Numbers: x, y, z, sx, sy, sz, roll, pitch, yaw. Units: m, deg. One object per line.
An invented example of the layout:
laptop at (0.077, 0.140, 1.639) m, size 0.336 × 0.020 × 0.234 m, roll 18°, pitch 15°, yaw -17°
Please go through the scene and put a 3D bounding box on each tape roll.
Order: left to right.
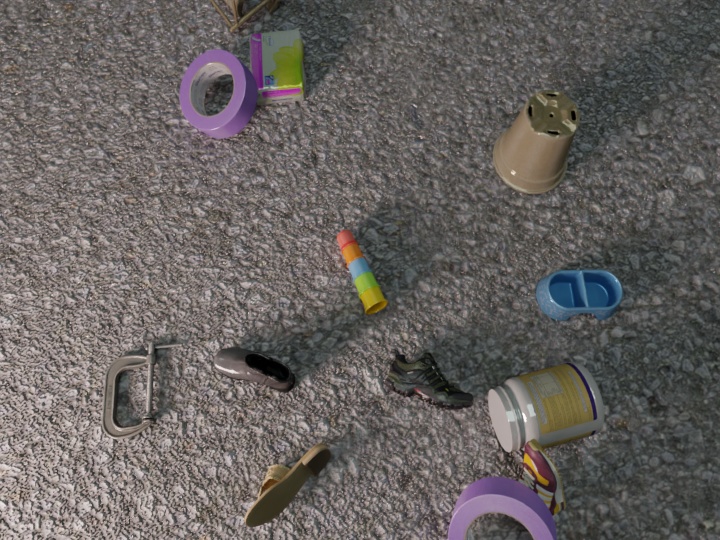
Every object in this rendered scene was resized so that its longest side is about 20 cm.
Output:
tape roll at (-0.365, -0.453, 1.366) m, size 0.192 × 0.065 × 0.209 m, roll -2°, pitch 84°, yaw 17°
tape roll at (0.263, 0.497, 0.986) m, size 0.192 × 0.065 × 0.209 m, roll 4°, pitch 100°, yaw 21°

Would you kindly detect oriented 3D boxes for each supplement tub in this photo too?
supplement tub at (0.373, 0.281, 1.082) m, size 0.192 × 0.146 × 0.151 m, roll -12°, pitch 69°, yaw -5°

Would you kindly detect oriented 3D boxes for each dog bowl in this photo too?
dog bowl at (0.507, 0.052, 1.221) m, size 0.191 × 0.050 × 0.116 m, roll -1°, pitch 69°, yaw 0°

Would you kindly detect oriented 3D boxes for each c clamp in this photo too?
c clamp at (-0.481, 0.258, 1.155) m, size 0.163 × 0.027 × 0.208 m, roll -1°, pitch 68°, yaw 0°

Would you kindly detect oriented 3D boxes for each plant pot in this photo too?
plant pot at (0.439, -0.325, 1.294) m, size 0.191 × 0.185 × 0.208 m, roll 0°, pitch 68°, yaw 0°

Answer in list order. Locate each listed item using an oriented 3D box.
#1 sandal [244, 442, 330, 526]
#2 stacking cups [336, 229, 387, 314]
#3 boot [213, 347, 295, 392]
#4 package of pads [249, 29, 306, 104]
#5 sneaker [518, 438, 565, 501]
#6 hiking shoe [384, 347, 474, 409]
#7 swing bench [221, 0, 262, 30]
sandal at (-0.158, 0.421, 1.083) m, size 0.209 × 0.079 × 0.069 m, roll -37°, pitch 41°, yaw -20°
stacking cups at (0.000, 0.000, 1.244) m, size 0.059 × 0.061 × 0.205 m, roll -20°, pitch 65°, yaw -8°
boot at (-0.230, 0.195, 1.122) m, size 0.192 × 0.132 × 0.072 m, roll 12°, pitch 69°, yaw 5°
package of pads at (-0.223, -0.555, 1.445) m, size 0.148 × 0.069 × 0.208 m, roll -6°, pitch 70°, yaw -2°
sneaker at (0.333, 0.412, 1.015) m, size 0.088 × 0.205 × 0.075 m, roll -27°, pitch 28°, yaw -3°
hiking shoe at (0.154, 0.230, 1.138) m, size 0.192 × 0.076 × 0.104 m, roll 16°, pitch 73°, yaw 7°
swing bench at (-0.344, -0.834, 1.524) m, size 0.197 × 0.131 × 0.201 m, roll -32°, pitch 71°, yaw -17°
